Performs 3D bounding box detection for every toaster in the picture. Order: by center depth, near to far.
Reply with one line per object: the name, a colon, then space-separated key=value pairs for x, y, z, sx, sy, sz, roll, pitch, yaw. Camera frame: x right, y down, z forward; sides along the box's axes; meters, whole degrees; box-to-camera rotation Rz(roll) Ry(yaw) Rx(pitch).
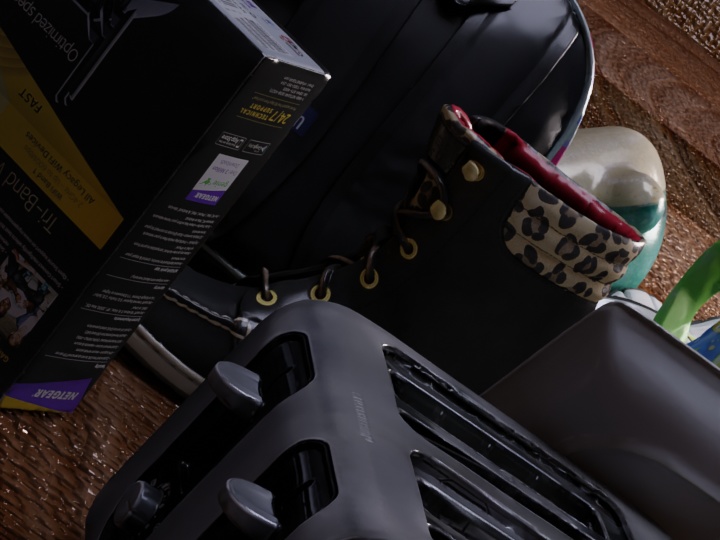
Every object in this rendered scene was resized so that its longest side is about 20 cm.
toaster: x=0.020 y=0.122 z=0.893 sx=0.200 sy=0.119 sz=0.181 roll=35 pitch=15 yaw=-16

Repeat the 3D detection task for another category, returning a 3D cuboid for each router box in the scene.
router box: x=-0.130 y=-0.073 z=1.045 sx=0.200 sy=0.157 sz=0.052 roll=45 pitch=15 yaw=23

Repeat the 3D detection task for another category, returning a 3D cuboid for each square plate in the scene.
square plate: x=0.100 y=0.115 z=1.032 sx=0.198 sy=0.200 sz=0.029 roll=35 pitch=46 yaw=-16

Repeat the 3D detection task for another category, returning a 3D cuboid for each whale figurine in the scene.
whale figurine: x=0.086 y=-0.014 z=1.544 sx=0.200 sy=0.158 sz=0.104 roll=-27 pitch=111 yaw=-65

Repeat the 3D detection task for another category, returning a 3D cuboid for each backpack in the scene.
backpack: x=-0.002 y=-0.069 z=1.284 sx=0.177 sy=0.200 sz=0.151 roll=37 pitch=-6 yaw=-4

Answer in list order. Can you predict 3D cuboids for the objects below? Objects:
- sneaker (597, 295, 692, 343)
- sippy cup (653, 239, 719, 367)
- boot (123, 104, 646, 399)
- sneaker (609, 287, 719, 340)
sneaker: x=0.099 y=0.064 z=1.424 sx=0.200 sy=0.076 sz=0.116 roll=21 pitch=30 yaw=-30
sippy cup: x=0.206 y=0.064 z=1.355 sx=0.178 sy=0.130 sz=0.140 roll=51 pitch=18 yaw=8
boot: x=0.000 y=0.000 z=1.156 sx=0.200 sy=0.151 sz=0.073 roll=33 pitch=15 yaw=-10
sneaker: x=0.186 y=0.075 z=1.596 sx=0.199 sy=0.078 sz=0.090 roll=12 pitch=36 yaw=-49
